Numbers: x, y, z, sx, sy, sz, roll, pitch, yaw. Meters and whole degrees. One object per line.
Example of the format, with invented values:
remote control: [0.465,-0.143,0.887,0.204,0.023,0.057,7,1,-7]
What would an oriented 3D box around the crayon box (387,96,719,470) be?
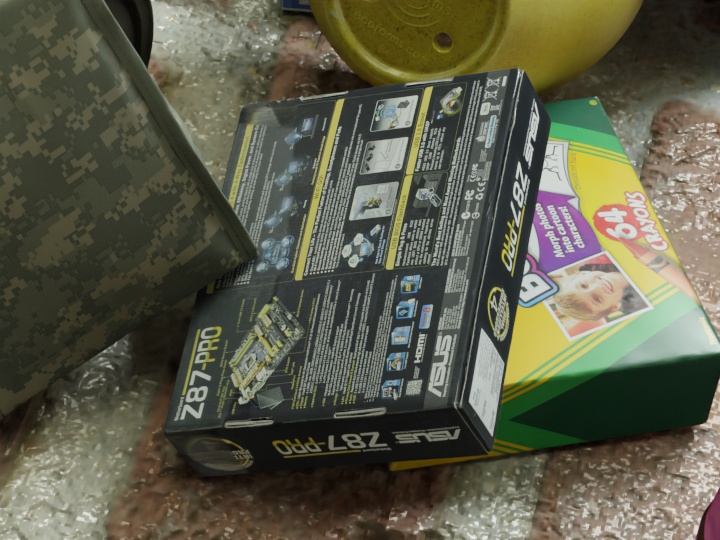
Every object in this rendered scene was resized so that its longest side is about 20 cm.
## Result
crayon box: [0.071,0.002,1.435,0.172,0.058,0.201,-7,45,-16]

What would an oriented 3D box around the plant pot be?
plant pot: [0.048,-0.165,1.481,0.199,0.201,0.142,17,26,9]

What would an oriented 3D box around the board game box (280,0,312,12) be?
board game box: [0.053,-0.225,1.684,0.199,0.044,0.200,4,42,-4]

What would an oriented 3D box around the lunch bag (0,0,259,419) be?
lunch bag: [-0.169,-0.053,1.314,0.164,0.200,0.118,-33,45,-4]

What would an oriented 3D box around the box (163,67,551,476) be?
box: [0.000,0.000,1.353,0.160,0.049,0.201,-6,53,24]

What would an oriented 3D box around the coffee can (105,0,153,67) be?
coffee can: [-0.231,-0.133,1.467,0.199,0.147,0.146,29,47,22]

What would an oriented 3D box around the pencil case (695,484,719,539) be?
pencil case: [0.255,0.145,1.297,0.199,0.091,0.094,15,30,4]
